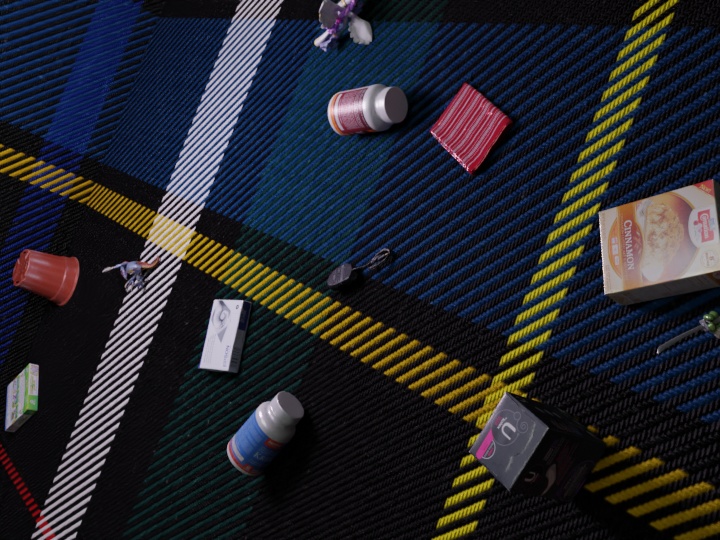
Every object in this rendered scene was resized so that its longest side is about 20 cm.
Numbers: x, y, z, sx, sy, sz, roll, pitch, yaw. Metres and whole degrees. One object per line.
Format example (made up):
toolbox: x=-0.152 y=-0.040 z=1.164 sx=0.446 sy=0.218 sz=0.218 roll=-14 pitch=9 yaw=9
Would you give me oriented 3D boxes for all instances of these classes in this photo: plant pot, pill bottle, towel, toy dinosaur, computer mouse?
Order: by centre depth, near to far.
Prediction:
towel: x=0.244 y=-0.319 z=1.694 sx=0.145 sy=0.022 sz=0.201 roll=-52 pitch=44 yaw=17
computer mouse: x=0.000 y=0.000 z=1.819 sx=0.198 sy=0.034 sz=0.059 roll=-24 pitch=41 yaw=33
pill bottle: x=-0.226 y=0.390 z=1.830 sx=0.201 sy=0.111 sz=0.113 roll=-50 pitch=45 yaw=21
pill bottle: x=0.019 y=-0.401 z=1.896 sx=0.198 sy=0.112 sz=0.115 roll=3 pitch=76 yaw=47
toy dinosaur: x=-0.781 y=0.002 z=2.631 sx=0.197 sy=0.106 sz=0.182 roll=-28 pitch=30 yaw=-10
plant pot: x=-1.252 y=0.016 z=3.002 sx=0.199 sy=0.193 sz=0.205 roll=-21 pitch=60 yaw=40

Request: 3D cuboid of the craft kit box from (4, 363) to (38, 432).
craft kit box: x=-1.346 y=0.506 z=3.015 sx=0.197 sy=0.048 sz=0.203 roll=-39 pitch=49 yaw=32

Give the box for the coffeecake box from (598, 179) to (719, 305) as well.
coffeecake box: x=0.508 y=-0.042 z=1.263 sx=0.198 sy=0.072 sz=0.157 roll=-17 pitch=62 yaw=41

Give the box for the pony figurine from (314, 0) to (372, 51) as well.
pony figurine: x=-0.054 y=-0.693 z=2.085 sx=0.199 sy=0.164 sz=0.197 roll=-31 pitch=44 yaw=53

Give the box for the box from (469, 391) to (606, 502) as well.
box: x=0.295 y=0.294 z=1.254 sx=0.106 sy=0.198 sz=0.124 roll=39 pitch=102 yaw=46

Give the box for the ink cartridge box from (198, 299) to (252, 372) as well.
ink cartridge box: x=-0.397 y=0.183 z=2.148 sx=0.198 sy=0.040 sz=0.204 roll=-4 pitch=71 yaw=46

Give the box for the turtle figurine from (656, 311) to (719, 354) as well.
turtle figurine: x=0.567 y=0.060 z=1.087 sx=0.197 sy=0.144 sz=0.196 roll=24 pitch=68 yaw=7
